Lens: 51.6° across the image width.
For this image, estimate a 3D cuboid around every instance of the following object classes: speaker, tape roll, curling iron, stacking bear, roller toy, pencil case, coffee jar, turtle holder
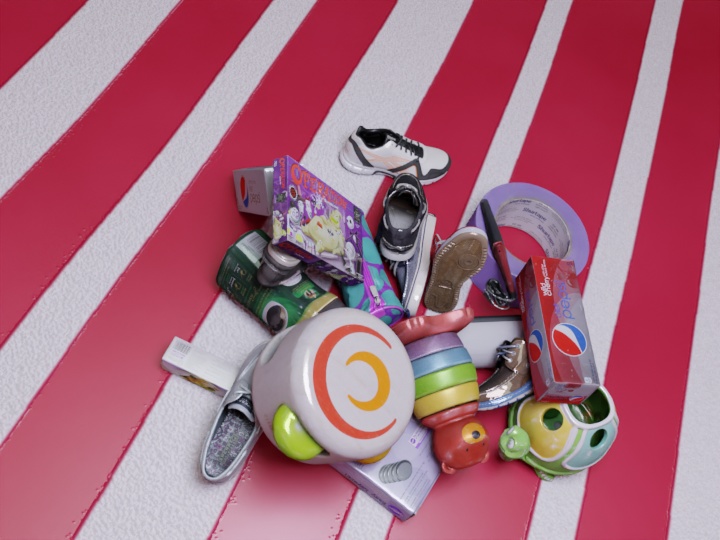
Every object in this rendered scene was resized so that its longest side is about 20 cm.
[{"bbox_3d":[0.198,0.109,1.136,0.199,0.081,0.082,-1,60,-15],"label":"speaker"},{"bbox_3d":[0.272,-0.043,1.247,0.199,0.085,0.201,7,57,-11],"label":"tape roll"},{"bbox_3d":[0.207,-0.031,1.155,0.049,0.026,0.201,7,58,-14],"label":"curling iron"},{"bbox_3d":[0.114,0.167,1.004,0.121,0.114,0.201,-8,72,-30],"label":"stacking bear"},{"bbox_3d":[-0.035,0.148,0.938,0.199,0.140,0.183,11,68,-34],"label":"roller toy"},{"bbox_3d":[0.000,0.000,1.141,0.085,0.093,0.201,-16,63,-13],"label":"pencil case"},{"bbox_3d":[-0.110,0.039,1.079,0.200,0.104,0.085,42,42,11],"label":"coffee jar"},{"bbox_3d":[0.277,0.212,1.063,0.185,0.132,0.142,9,58,-10],"label":"turtle holder"}]

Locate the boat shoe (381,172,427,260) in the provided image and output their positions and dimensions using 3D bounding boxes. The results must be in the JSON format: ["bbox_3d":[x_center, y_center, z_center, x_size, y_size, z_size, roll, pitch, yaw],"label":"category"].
[{"bbox_3d":[0.068,-0.101,1.172,0.073,0.061,0.200,11,43,7],"label":"boat shoe"}]

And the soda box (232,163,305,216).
[{"bbox_3d":[-0.137,-0.122,1.117,0.063,0.200,0.068,-10,100,-21],"label":"soda box"}]

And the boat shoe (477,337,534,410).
[{"bbox_3d":[0.229,0.133,1.073,0.199,0.072,0.073,-27,94,-23],"label":"boat shoe"}]

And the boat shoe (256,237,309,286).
[{"bbox_3d":[-0.089,-0.035,1.056,0.067,0.057,0.200,41,29,3],"label":"boat shoe"}]

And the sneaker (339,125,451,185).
[{"bbox_3d":[0.068,-0.201,1.292,0.199,0.080,0.074,4,57,-15],"label":"sneaker"}]

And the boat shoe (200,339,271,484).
[{"bbox_3d":[-0.147,0.182,0.964,0.070,0.072,0.202,25,79,1],"label":"boat shoe"}]

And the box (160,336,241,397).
[{"bbox_3d":[-0.178,0.155,1.029,0.199,0.039,0.042,25,59,1],"label":"box"}]

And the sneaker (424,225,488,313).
[{"bbox_3d":[0.148,-0.031,1.137,0.071,0.200,0.113,18,55,-2],"label":"sneaker"}]

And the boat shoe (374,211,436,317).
[{"bbox_3d":[0.062,-0.017,1.188,0.092,0.075,0.201,13,49,0],"label":"boat shoe"}]

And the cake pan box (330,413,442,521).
[{"bbox_3d":[0.045,0.213,1.048,0.184,0.052,0.200,35,57,5],"label":"cake pan box"}]

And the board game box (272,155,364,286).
[{"bbox_3d":[-0.054,-0.062,1.022,0.032,0.200,0.121,-16,67,25],"label":"board game box"}]

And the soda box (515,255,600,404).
[{"bbox_3d":[0.268,0.080,1.029,0.070,0.064,0.201,6,55,-10],"label":"soda box"}]
